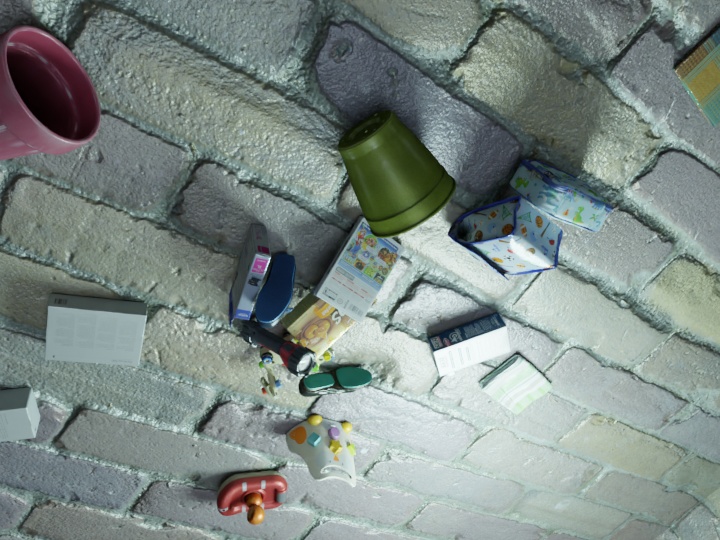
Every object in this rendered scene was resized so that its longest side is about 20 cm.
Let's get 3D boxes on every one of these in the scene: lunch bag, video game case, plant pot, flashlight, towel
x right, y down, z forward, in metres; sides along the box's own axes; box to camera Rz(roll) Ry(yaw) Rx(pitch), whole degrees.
[{"bbox_3d":[0.318,-0.063,1.480,0.170,0.124,0.200,33,154,-32],"label":"lunch bag"},{"bbox_3d":[0.000,0.000,1.472,0.143,0.018,0.200,34,84,-33],"label":"video game case"},{"bbox_3d":[0.434,-0.167,1.436,0.199,0.161,0.083,16,114,-26],"label":"lunch bag"},{"bbox_3d":[-0.566,-0.271,1.084,0.178,0.201,0.200,-18,129,19],"label":"plant pot"},{"bbox_3d":[0.056,-0.201,1.303,0.200,0.201,0.193,-32,116,9],"label":"plant pot"},{"bbox_3d":[-0.189,0.176,1.498,0.068,0.199,0.068,12,97,-52],"label":"flashlight"},{"bbox_3d":[0.446,0.331,1.878,0.149,0.031,0.200,-41,125,16],"label":"towel"},{"bbox_3d":[0.779,-0.425,1.430,0.200,0.022,0.147,35,109,-30],"label":"towel"}]

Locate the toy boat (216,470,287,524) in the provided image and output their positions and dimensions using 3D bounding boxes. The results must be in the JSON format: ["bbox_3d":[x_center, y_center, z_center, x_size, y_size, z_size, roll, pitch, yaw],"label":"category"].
[{"bbox_3d":[-0.299,0.648,1.843,0.199,0.131,0.131,-2,125,-13],"label":"toy boat"}]

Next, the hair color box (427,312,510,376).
[{"bbox_3d":[0.282,0.193,1.715,0.199,0.061,0.100,-19,127,-1],"label":"hair color box"}]

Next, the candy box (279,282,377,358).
[{"bbox_3d":[-0.071,0.091,1.509,0.200,0.055,0.116,-44,122,-7],"label":"candy box"}]

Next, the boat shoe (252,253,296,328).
[{"bbox_3d":[-0.171,0.052,1.407,0.084,0.200,0.069,15,135,6],"label":"boat shoe"}]

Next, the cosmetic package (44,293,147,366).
[{"bbox_3d":[-0.579,0.133,1.446,0.199,0.052,0.151,8,120,-20],"label":"cosmetic package"}]

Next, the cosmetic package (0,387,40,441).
[{"bbox_3d":[-0.852,0.335,1.505,0.199,0.071,0.102,-3,125,-13],"label":"cosmetic package"}]

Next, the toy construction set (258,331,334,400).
[{"bbox_3d":[-0.169,0.220,1.602,0.200,0.092,0.131,-35,127,-2],"label":"toy construction set"}]

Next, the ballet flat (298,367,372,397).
[{"bbox_3d":[-0.069,0.288,1.686,0.199,0.068,0.068,0,143,-25],"label":"ballet flat"}]

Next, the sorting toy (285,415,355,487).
[{"bbox_3d":[-0.081,0.495,1.761,0.199,0.180,0.107,19,118,-27],"label":"sorting toy"}]

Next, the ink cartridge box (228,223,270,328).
[{"bbox_3d":[-0.240,0.016,1.409,0.042,0.120,0.201,14,120,-22],"label":"ink cartridge box"}]
